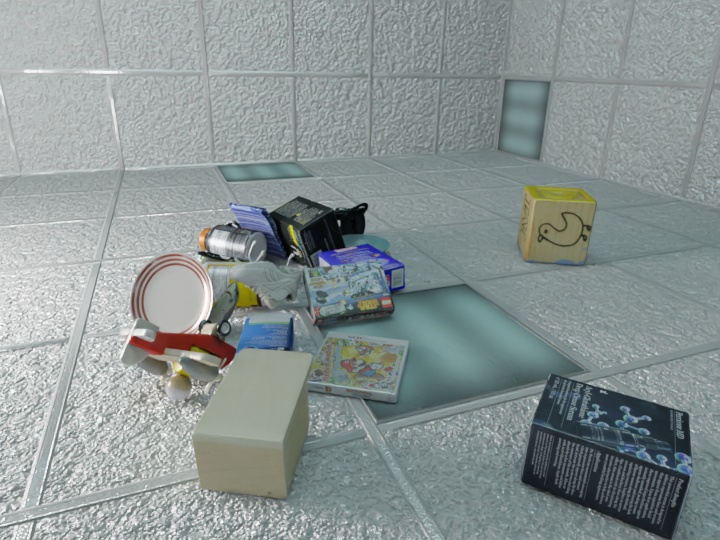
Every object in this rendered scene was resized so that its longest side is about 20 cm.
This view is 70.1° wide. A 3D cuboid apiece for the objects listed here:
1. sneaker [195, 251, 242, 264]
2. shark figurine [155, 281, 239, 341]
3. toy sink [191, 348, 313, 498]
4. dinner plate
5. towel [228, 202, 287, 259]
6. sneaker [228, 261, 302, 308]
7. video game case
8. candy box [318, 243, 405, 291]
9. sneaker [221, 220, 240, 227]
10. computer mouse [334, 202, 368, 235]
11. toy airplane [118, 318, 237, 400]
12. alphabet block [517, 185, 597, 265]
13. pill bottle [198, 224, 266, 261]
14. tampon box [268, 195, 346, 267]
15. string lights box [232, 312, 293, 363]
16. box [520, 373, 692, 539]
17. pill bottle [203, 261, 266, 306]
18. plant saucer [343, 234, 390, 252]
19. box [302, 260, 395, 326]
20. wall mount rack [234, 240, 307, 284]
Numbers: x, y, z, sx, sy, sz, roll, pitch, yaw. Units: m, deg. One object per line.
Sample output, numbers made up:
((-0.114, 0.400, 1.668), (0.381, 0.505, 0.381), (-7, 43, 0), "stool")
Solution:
((-0.351, 0.011, 1.365), (0.198, 0.087, 0.077), (16, 11, -34), "sneaker")
((-0.351, 0.112, 1.142), (0.211, 0.130, 0.089), (-13, -7, 12), "shark figurine")
((-0.150, 0.226, 0.782), (0.128, 0.114, 0.201), (3, 27, 6), "toy sink")
((-0.402, 0.062, 1.101), (0.197, 0.204, 0.024), (6, -5, 12), "dinner plate")
((-0.307, -0.117, 1.542), (0.143, 0.201, 0.024), (13, 52, 28), "towel")
((-0.211, 0.035, 1.168), (0.077, 0.101, 0.198), (-9, -14, 43), "sneaker")
((-0.003, 0.183, 1.014), (0.179, 0.023, 0.200), (5, 22, 11), "video game case")
((0.000, 0.000, 1.401), (0.167, 0.078, 0.200), (-12, 26, -26), "candy box")
((-0.373, -0.126, 1.662), (0.197, 0.077, 0.114), (-9, 0, -10), "sneaker")
((-0.032, -0.148, 1.704), (0.136, 0.053, 0.200), (-15, -21, -1), "computer mouse")
((-0.326, 0.157, 0.902), (0.196, 0.144, 0.200), (2, -5, -6), "toy airplane")
((0.614, -0.147, 1.630), (0.192, 0.203, 0.197), (3, 22, 6), "alphabet block")
((-0.388, -0.079, 1.539), (0.197, 0.108, 0.106), (12, 24, 25), "pill bottle")
((-0.161, -0.112, 1.532), (0.126, 0.151, 0.199), (-34, 35, -23), "tampon box")
((-0.189, 0.153, 1.030), (0.101, 0.060, 0.200), (-1, 22, -3), "string lights box")
((0.350, 0.255, 0.737), (0.197, 0.109, 0.148), (13, 24, 26), "box")
((-0.321, 0.033, 1.257), (0.196, 0.111, 0.110), (1, 21, -1), "pill bottle")
((-0.005, -0.068, 1.622), (0.197, 0.039, 0.202), (2, 22, -1), "plant saucer")
((-0.029, 0.052, 1.224), (0.197, 0.040, 0.139), (-6, 59, -18), "box")
((-0.223, -0.019, 1.343), (0.198, 0.076, 0.174), (19, 9, -23), "wall mount rack")
